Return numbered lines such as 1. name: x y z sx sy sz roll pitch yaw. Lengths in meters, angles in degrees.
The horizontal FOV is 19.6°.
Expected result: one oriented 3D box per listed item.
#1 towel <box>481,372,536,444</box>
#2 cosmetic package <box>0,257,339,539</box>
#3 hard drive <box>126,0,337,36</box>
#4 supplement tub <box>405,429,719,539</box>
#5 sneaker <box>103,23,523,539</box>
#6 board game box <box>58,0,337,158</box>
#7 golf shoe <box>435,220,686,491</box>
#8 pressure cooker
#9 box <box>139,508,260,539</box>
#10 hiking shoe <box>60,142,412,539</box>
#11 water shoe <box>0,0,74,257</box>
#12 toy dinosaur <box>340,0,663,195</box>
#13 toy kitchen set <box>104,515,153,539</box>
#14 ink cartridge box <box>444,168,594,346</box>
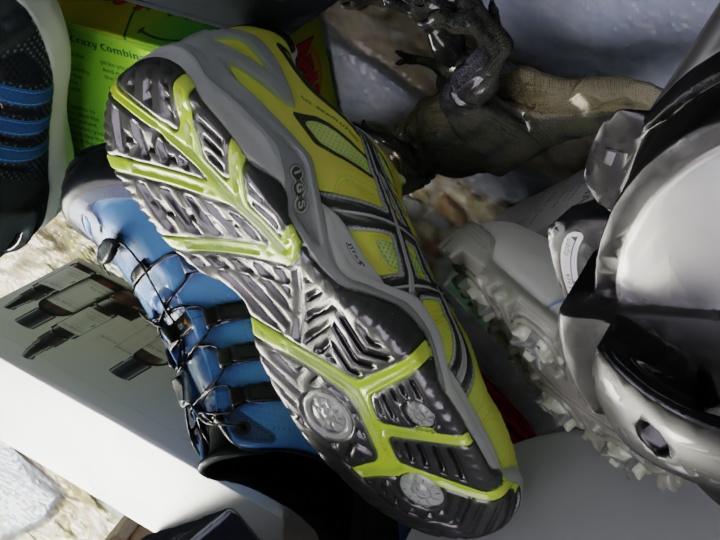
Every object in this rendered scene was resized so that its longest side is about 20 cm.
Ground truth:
1. towel: -0.022 0.053 0.926 0.145 0.023 0.200 47 146 -16
2. cosmetic package: -0.080 0.062 0.879 0.199 0.082 0.051 25 130 32
3. hard drive: -0.028 -0.136 0.634 0.139 0.033 0.200 13 156 -32
4. supplement tub: 0.098 0.169 0.768 0.144 0.145 0.201 11 142 33
5. sneaker: 0.000 0.000 0.705 0.075 0.076 0.201 -25 102 46
6. board game box: -0.104 -0.077 0.828 0.199 0.048 0.102 18 140 27
7. golf shoe: 0.119 0.027 0.677 0.200 0.097 0.078 35 167 26
8. pressure cooker: 0.153 -0.012 0.530 0.178 0.200 0.176 38 141 -2
9. box: -0.040 0.198 0.753 0.200 0.104 0.182 52 162 -2
10. hiking shoe: -0.041 0.031 0.772 0.200 0.087 0.074 40 146 4
11. water shoe: -0.149 -0.057 0.756 0.071 0.079 0.200 26 153 18
12. toy dinosaur: 0.040 -0.063 0.707 0.200 0.048 0.088 -2 132 54
13. toy kitchen set: -0.088 0.237 1.073 0.200 0.163 0.180 41 146 -4
14. ink cartridge box: 0.145 0.020 0.715 0.161 0.050 0.200 46 147 -11
